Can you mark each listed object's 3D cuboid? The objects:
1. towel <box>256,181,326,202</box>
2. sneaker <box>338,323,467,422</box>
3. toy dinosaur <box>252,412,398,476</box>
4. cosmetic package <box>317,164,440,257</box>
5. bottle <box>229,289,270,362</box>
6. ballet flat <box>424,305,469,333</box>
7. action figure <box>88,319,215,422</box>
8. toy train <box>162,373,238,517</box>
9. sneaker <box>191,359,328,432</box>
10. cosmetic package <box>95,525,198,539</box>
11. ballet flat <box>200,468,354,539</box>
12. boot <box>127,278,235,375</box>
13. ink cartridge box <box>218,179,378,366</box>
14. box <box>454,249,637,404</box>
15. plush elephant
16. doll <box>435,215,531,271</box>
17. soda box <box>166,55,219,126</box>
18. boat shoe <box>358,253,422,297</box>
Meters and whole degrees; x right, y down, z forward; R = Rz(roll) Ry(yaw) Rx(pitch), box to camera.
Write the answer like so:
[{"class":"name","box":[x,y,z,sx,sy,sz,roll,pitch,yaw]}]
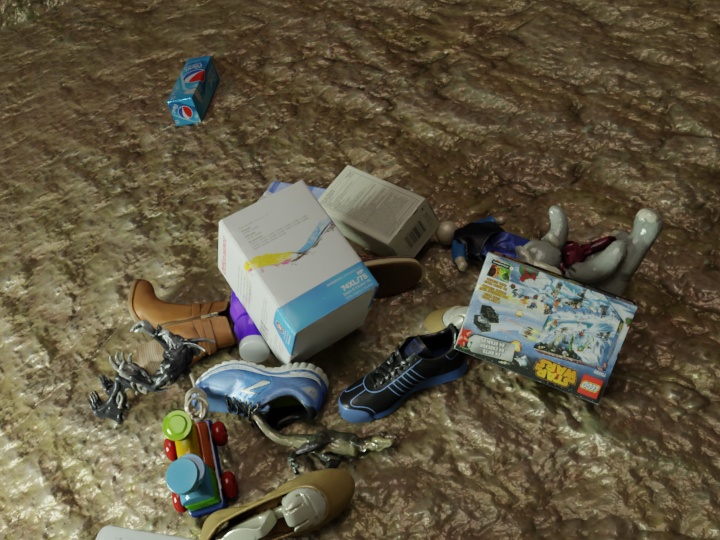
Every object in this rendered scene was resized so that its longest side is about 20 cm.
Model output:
[{"class":"towel","box":[-0.149,-0.095,1.490,0.146,0.024,0.200,11,47,27]},{"class":"sneaker","box":[0.055,0.136,1.122,0.199,0.078,0.070,-25,41,-11]},{"class":"toy dinosaur","box":[-0.053,0.235,1.058,0.198,0.048,0.088,7,33,5]},{"class":"cosmetic package","box":[0.025,-0.094,1.372,0.104,0.073,0.199,-50,45,-11]},{"class":"bottle","box":[-0.164,0.057,1.286,0.083,0.066,0.201,3,40,-9]},{"class":"ballet flat","box":[0.174,0.083,1.156,0.199,0.063,0.069,21,50,35]},{"class":"action figure","box":[-0.309,0.134,1.170,0.199,0.102,0.119,-35,13,18]},{"class":"toy train","box":[-0.227,0.209,1.060,0.084,0.116,0.201,-16,63,-1]},{"class":"sneaker","box":[-0.147,0.180,1.138,0.198,0.079,0.090,-5,39,12]},{"class":"cosmetic package","box":[-0.190,0.390,0.820,0.163,0.201,0.166,2,43,18]},{"class":"ballet flat","box":[-0.099,0.301,0.980,0.199,0.069,0.063,-23,5,1]},{"class":"boot","box":[-0.287,0.070,1.304,0.154,0.077,0.201,-21,43,-3]},{"class":"ink cartridge box","box":[-0.097,0.007,1.179,0.145,0.147,0.201,-29,72,-22]},{"class":"box","box":[0.237,0.072,1.054,0.198,0.138,0.040,21,12,10]},{"class":"plush elephant","box":[0.293,-0.015,1.131,0.154,0.165,0.201,29,89,6]},{"class":"doll","box":[0.201,-0.038,1.295,0.199,0.049,0.136,25,54,37]},{"class":"soda box","box":[-0.389,-0.422,1.901,0.064,0.068,0.201,-6,41,11]},{"class":"boat shoe","box":[0.000,0.000,1.303,0.198,0.072,0.072,-13,41,13]}]
